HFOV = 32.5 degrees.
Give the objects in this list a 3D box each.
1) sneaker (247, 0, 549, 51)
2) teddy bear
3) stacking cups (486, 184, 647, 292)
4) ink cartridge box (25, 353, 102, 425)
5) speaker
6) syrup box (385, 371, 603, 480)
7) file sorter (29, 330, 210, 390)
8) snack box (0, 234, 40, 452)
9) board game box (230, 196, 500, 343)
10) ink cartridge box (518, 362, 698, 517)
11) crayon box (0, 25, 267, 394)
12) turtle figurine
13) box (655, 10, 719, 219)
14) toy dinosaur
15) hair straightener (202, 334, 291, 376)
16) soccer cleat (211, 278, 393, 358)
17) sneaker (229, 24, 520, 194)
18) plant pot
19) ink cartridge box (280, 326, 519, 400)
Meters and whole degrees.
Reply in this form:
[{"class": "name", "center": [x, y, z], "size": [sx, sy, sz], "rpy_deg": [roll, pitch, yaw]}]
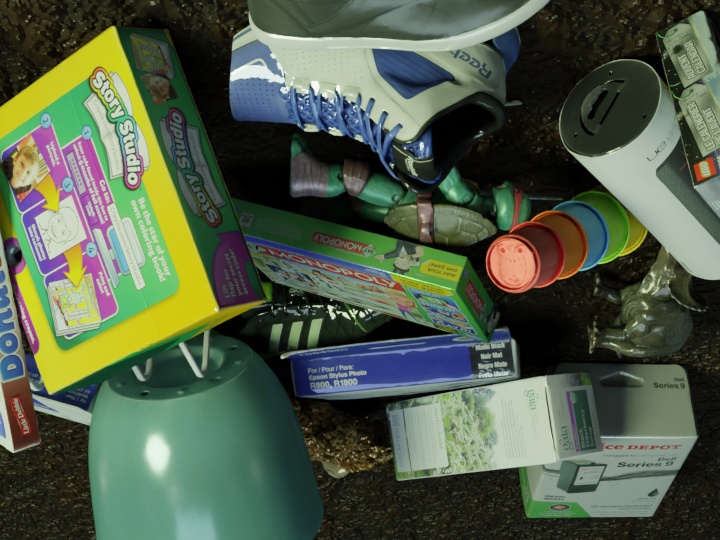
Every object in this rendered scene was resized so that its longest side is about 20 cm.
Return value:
[{"class": "sneaker", "center": [0.019, -0.186, 0.737], "size": [0.200, 0.071, 0.099], "rpy_deg": [-3, 152, 11]}, {"class": "teddy bear", "center": [-0.058, 0.164, 1.234], "size": [0.145, 0.067, 0.200], "rpy_deg": [4, 165, 29]}, {"class": "stacking cups", "center": [0.152, -0.018, 0.904], "size": [0.060, 0.061, 0.200], "rpy_deg": [-28, 178, 34]}, {"class": "ink cartridge box", "center": [-0.277, 0.110, 1.132], "size": [0.099, 0.039, 0.200], "rpy_deg": [17, 168, 1]}, {"class": "speaker", "center": [0.228, -0.071, 0.912], "size": [0.081, 0.081, 0.200], "rpy_deg": [-23, 140, 30]}, {"class": "syrup box", "center": [0.126, 0.151, 1.188], "size": [0.200, 0.079, 0.081], "rpy_deg": [-16, 169, 41]}, {"class": "file sorter", "center": [-0.229, 0.016, 0.991], "size": [0.200, 0.125, 0.139], "rpy_deg": [-5, 146, 7]}, {"class": "snack box", "center": [-0.267, 0.025, 0.879], "size": [0.024, 0.200, 0.072], "rpy_deg": [-16, -164, -33]}, {"class": "board game box", "center": [0.000, 0.000, 0.961], "size": [0.200, 0.029, 0.135], "rpy_deg": [15, 167, 22]}, {"class": "ink cartridge box", "center": [0.252, 0.181, 1.286], "size": [0.146, 0.084, 0.200], "rpy_deg": [0, 146, -2]}, {"class": "crayon box", "center": [-0.173, -0.038, 0.845], "size": [0.172, 0.200, 0.058], "rpy_deg": [-25, 172, 32]}, {"class": "turtle figurine", "center": [0.052, -0.063, 0.910], "size": [0.200, 0.101, 0.150], "rpy_deg": [2, 147, 5]}, {"class": "box", "center": [0.275, -0.069, 0.862], "size": [0.040, 0.137, 0.200], "rpy_deg": [-25, 139, 27]}, {"class": "toy dinosaur", "center": [0.255, 0.049, 1.096], "size": [0.102, 0.077, 0.200], "rpy_deg": [2, 144, 8]}, {"class": "hair straightener", "center": [-0.140, 0.091, 1.171], "size": [0.200, 0.041, 0.077], "rpy_deg": [6, 156, -11]}, {"class": "soccer cleat", "center": [-0.054, 0.033, 1.074], "size": [0.200, 0.068, 0.081], "rpy_deg": [-18, 141, 29]}, {"class": "sneaker", "center": [0.009, -0.111, 0.812], "size": [0.199, 0.115, 0.081], "rpy_deg": [-4, 145, 5]}, {"class": "plant pot", "center": [-0.142, 0.152, 1.057], "size": [0.200, 0.201, 0.161], "rpy_deg": [-5, 112, 7]}, {"class": "ink cartridge box", "center": [0.044, 0.088, 1.110], "size": [0.199, 0.041, 0.200], "rpy_deg": [-7, 171, 9]}]
